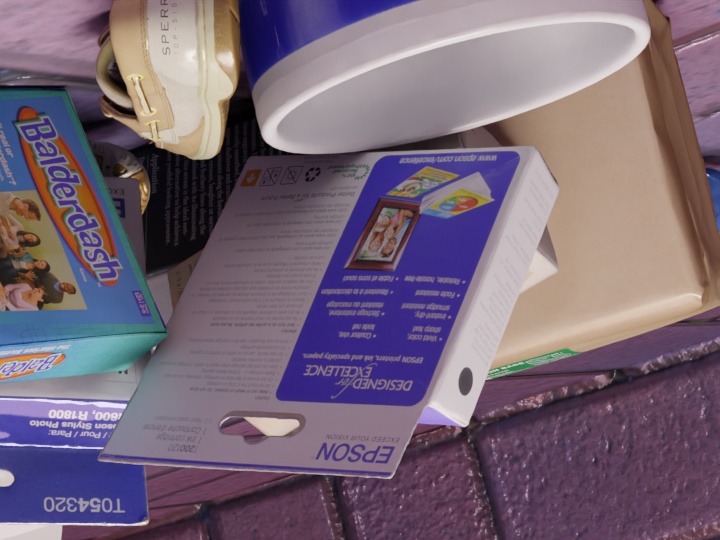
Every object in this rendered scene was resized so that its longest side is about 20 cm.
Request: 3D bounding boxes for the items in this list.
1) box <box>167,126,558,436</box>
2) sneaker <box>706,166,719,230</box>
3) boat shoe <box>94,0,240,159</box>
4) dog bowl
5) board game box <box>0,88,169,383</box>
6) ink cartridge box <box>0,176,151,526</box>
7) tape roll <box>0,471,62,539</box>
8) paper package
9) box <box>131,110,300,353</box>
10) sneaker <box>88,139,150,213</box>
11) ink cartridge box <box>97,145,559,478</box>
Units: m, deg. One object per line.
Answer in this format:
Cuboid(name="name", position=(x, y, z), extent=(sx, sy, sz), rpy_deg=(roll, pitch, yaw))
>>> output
Cuboid(name="box", position=(0.000, 0.000, 1.398), extent=(0.199, 0.078, 0.095), rpy_deg=(-32, 134, 19))
Cuboid(name="sneaker", position=(0.221, -0.044, 2.000), extent=(0.198, 0.077, 0.111), rpy_deg=(-6, 179, -10))
Cuboid(name="boat shoe", position=(-0.097, -0.102, 1.232), extent=(0.066, 0.075, 0.200), rpy_deg=(0, 167, -7))
Cuboid(name="dog bowl", position=(0.038, -0.126, 1.240), extent=(0.198, 0.079, 0.200), rpy_deg=(-14, 170, -2))
Cuboid(name="board game box", position=(-0.206, -0.018, 1.261), extent=(0.199, 0.153, 0.045), rpy_deg=(-3, 153, -48))
Cuboid(name="ink cartridge box", position=(-0.209, 0.036, 1.331), extent=(0.195, 0.201, 0.043), rpy_deg=(2, 146, -16))
Cuboid(name="tape roll", position=(-0.309, 0.128, 1.825), extent=(0.138, 0.204, 0.203), rpy_deg=(-11, 170, -20))
Cuboid(name="paper package", position=(0.101, -0.043, 1.475), extent=(0.199, 0.192, 0.103), rpy_deg=(-17, 170, 20))
Cuboid(name="box", position=(-0.086, 0.001, 1.537), extent=(0.199, 0.108, 0.149), rpy_deg=(-17, 139, 17))
Cuboid(name="sneaker", position=(-0.213, -0.035, 1.469), extent=(0.199, 0.076, 0.088), rpy_deg=(-16, -171, 12))
Cuboid(name="ink cartridge box", position=(-0.016, 0.027, 1.278), extent=(0.197, 0.201, 0.043), rpy_deg=(0, 143, 39))
